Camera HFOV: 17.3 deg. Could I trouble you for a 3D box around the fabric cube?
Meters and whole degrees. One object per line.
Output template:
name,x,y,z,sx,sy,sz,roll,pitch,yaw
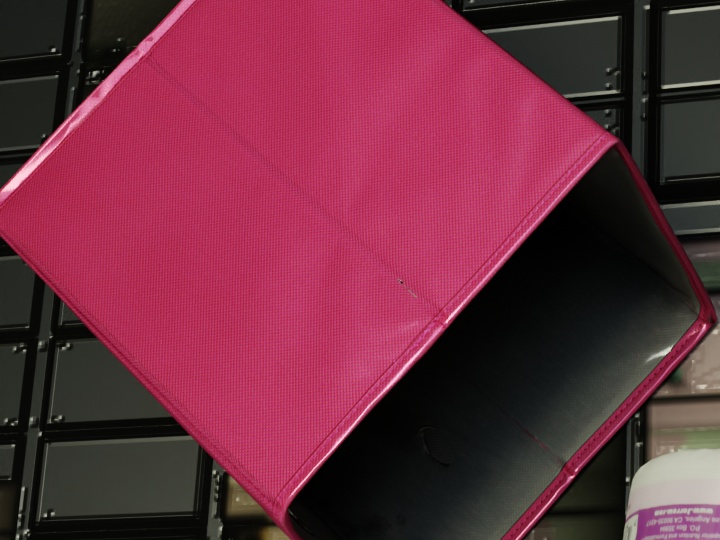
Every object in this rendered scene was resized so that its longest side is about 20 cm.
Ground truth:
fabric cube,0.000,0.000,1.009,0.200,0.196,0.199,-47,61,-3

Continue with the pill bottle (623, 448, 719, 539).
pill bottle,0.149,0.180,0.926,0.112,0.112,0.201,2,70,21
